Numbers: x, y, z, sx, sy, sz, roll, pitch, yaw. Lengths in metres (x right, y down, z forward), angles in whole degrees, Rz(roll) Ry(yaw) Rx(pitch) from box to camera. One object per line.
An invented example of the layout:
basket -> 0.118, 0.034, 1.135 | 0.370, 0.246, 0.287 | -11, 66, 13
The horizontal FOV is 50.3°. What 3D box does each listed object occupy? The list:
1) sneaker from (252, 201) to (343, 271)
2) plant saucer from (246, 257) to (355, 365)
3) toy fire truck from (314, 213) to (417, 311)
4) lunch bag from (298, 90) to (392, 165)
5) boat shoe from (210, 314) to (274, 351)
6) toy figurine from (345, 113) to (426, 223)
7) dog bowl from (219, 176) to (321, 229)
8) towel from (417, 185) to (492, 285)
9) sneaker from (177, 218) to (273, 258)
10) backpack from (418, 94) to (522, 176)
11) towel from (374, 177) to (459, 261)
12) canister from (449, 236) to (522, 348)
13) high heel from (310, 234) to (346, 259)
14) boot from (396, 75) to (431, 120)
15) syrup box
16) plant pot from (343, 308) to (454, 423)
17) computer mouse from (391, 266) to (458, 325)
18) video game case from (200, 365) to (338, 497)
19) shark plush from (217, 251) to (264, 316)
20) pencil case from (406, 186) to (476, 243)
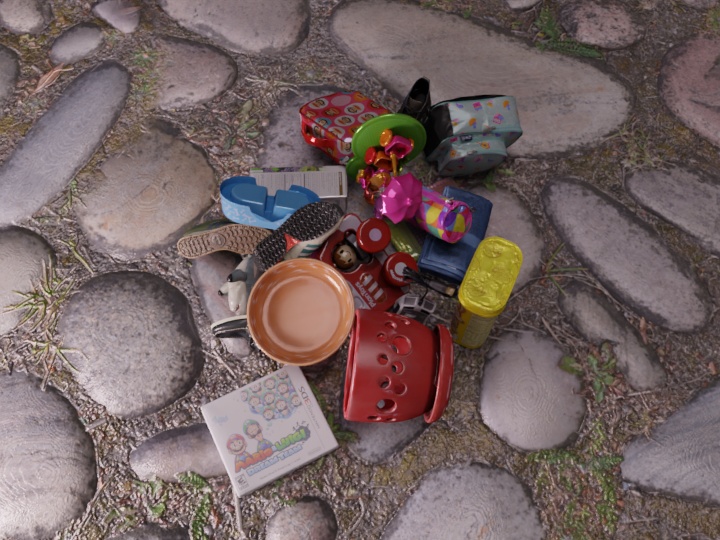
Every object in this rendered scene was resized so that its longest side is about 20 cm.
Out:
sneaker -> -0.108, -0.062, 1.459 | 0.199, 0.093, 0.071 | -34, 73, 16
plant saucer -> -0.108, 0.077, 1.411 | 0.199, 0.037, 0.201 | -1, 75, 3
toy fire truck -> 0.000, 0.000, 1.477 | 0.168, 0.112, 0.200 | -41, 97, -15
lunch bag -> -0.037, -0.303, 1.630 | 0.176, 0.082, 0.200 | -26, 46, -25
boat shoe -> -0.184, 0.122, 1.460 | 0.198, 0.075, 0.066 | -3, 71, -9
toy figurine -> 0.050, -0.168, 1.478 | 0.150, 0.200, 0.185 | 17, 50, -31
dog bowl -> -0.178, -0.127, 1.495 | 0.199, 0.050, 0.112 | 10, 35, -8
towel -> 0.194, -0.073, 1.554 | 0.111, 0.049, 0.201 | 19, 65, 7
sneaker -> -0.262, -0.077, 1.537 | 0.199, 0.067, 0.090 | -7, 27, 12
backpack -> 0.241, -0.288, 1.617 | 0.199, 0.176, 0.154 | -17, 82, -11
towel -> 0.148, -0.104, 1.607 | 0.199, 0.023, 0.144 | -27, 68, -13
canister -> 0.229, 0.048, 1.436 | 0.086, 0.200, 0.149 | 22, 65, 9
high heel -> -0.092, -0.003, 1.539 | 0.095, 0.067, 0.201 | 2, 73, 27
boot -> 0.095, -0.334, 1.675 | 0.074, 0.097, 0.200 | 26, 66, 11
syrup box -> -0.127, -0.162, 1.596 | 0.199, 0.079, 0.082 | -3, 64, -3
plant pot -> 0.068, 0.176, 1.372 | 0.181, 0.201, 0.201 | 7, 64, -1
computer mouse -> 0.101, 0.061, 1.431 | 0.109, 0.200, 0.044 | 15, 55, -11
video game case -> -0.168, 0.288, 1.407 | 0.199, 0.024, 0.183 | -24, 67, -12
shark plush -> -0.206, 0.010, 1.540 | 0.083, 0.091, 0.200 | 39, 46, -5
pencil case -> 0.134, -0.123, 1.512 | 0.088, 0.089, 0.200 | -40, 38, -18
